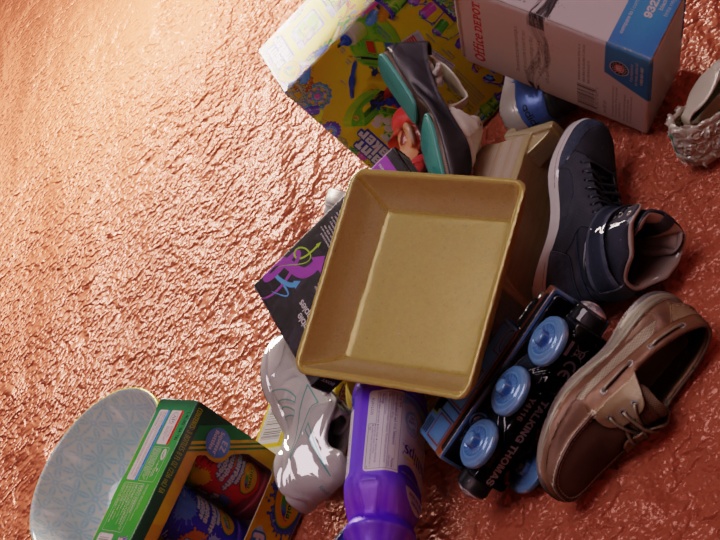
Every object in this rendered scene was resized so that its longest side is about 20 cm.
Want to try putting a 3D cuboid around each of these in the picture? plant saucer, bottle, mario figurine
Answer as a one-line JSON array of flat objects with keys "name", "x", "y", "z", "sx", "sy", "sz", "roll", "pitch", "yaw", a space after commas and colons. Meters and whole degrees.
[{"name": "plant saucer", "x": 0.053, "y": 0.015, "z": 1.612, "sx": 0.199, "sy": 0.048, "sz": 0.201, "roll": 7, "pitch": 74, "yaw": 39}, {"name": "bottle", "x": 0.021, "y": 0.192, "z": 1.604, "sx": 0.065, "sy": 0.084, "sz": 0.201, "roll": -7, "pitch": 54, "yaw": 18}, {"name": "mario figurine", "x": 0.069, "y": -0.080, "z": 1.819, "sx": 0.105, "sy": 0.124, "sz": 0.201, "roll": -17, "pitch": 55, "yaw": 4}]

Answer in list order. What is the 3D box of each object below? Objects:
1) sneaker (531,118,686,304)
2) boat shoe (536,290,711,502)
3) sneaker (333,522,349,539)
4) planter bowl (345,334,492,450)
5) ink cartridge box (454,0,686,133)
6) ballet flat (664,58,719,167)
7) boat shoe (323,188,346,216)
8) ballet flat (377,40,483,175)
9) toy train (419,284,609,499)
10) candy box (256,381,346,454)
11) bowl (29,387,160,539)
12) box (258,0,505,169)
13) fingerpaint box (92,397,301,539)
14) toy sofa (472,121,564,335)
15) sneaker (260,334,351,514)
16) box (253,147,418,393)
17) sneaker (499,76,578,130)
[{"name": "sneaker", "x": 0.233, "y": -0.059, "z": 1.626, "sx": 0.146, "sy": 0.077, "sz": 0.204, "roll": -23, "pitch": 51, "yaw": 53}, {"name": "boat shoe", "x": 0.219, "y": 0.108, "z": 1.499, "sx": 0.201, "sy": 0.076, "sz": 0.072, "roll": -56, "pitch": 35, "yaw": -5}, {"name": "sneaker", "x": -0.009, "y": 0.293, "z": 1.608, "sx": 0.074, "sy": 0.082, "sz": 0.200, "roll": -58, "pitch": 4, "yaw": 40}, {"name": "planter bowl", "x": 0.040, "y": 0.074, "z": 1.740, "sx": 0.200, "sy": 0.083, "sz": 0.201, "roll": -32, "pitch": 37, "yaw": 28}, {"name": "ink cartridge box", "x": 0.198, "y": -0.229, "z": 1.702, "sx": 0.199, "sy": 0.145, "sz": 0.084, "roll": 24, "pitch": 73, "yaw": 16}, {"name": "ballet flat", "x": 0.352, "y": -0.178, "z": 1.622, "sx": 0.200, "sy": 0.072, "sz": 0.072, "roll": -48, "pitch": 33, "yaw": 4}, {"name": "boat shoe", "x": -0.009, "y": -0.034, "z": 1.862, "sx": 0.201, "sy": 0.070, "sz": 0.072, "roll": 90, "pitch": -163, "yaw": -81}, {"name": "ballet flat", "x": 0.080, "y": -0.149, "z": 1.756, "sx": 0.073, "sy": 0.073, "sz": 0.201, "roll": -37, "pitch": 55, "yaw": 21}, {"name": "toy train", "x": 0.139, "y": 0.103, "z": 1.576, "sx": 0.201, "sy": 0.086, "sz": 0.114, "roll": -57, "pitch": 29, "yaw": 8}, {"name": "candy box", "x": -0.046, "y": 0.113, "z": 1.860, "sx": 0.102, "sy": 0.026, "sz": 0.201, "roll": -9, "pitch": 52, "yaw": 42}, {"name": "bowl", "x": -0.245, "y": 0.236, "z": 1.908, "sx": 0.200, "sy": 0.108, "sz": 0.201, "roll": -32, "pitch": 37, "yaw": 28}, {"name": "box", "x": 0.036, "y": -0.221, "z": 1.924, "sx": 0.193, "sy": 0.200, "sz": 0.122, "roll": -44, "pitch": 33, "yaw": 9}, {"name": "fingerpaint box", "x": -0.156, "y": 0.251, "z": 1.732, "sx": 0.073, "sy": 0.167, "sz": 0.201, "roll": -3, "pitch": 55, "yaw": 51}, {"name": "toy sofa", "x": 0.148, "y": -0.035, "z": 1.711, "sx": 0.097, "sy": 0.083, "sz": 0.201, "roll": -15, "pitch": 46, "yaw": 46}, {"name": "sneaker", "x": -0.045, "y": 0.138, "z": 1.757, "sx": 0.080, "sy": 0.070, "sz": 0.201, "roll": -34, "pitch": 47, "yaw": 23}, {"name": "box", "x": 0.000, "y": 0.000, "z": 1.716, "sx": 0.200, "sy": 0.036, "sz": 0.143, "roll": -43, "pitch": 51, "yaw": 14}, {"name": "sneaker", "x": 0.198, "y": -0.232, "z": 1.849, "sx": 0.111, "sy": 0.077, "sz": 0.201, "roll": -29, "pitch": 40, "yaw": 34}]
